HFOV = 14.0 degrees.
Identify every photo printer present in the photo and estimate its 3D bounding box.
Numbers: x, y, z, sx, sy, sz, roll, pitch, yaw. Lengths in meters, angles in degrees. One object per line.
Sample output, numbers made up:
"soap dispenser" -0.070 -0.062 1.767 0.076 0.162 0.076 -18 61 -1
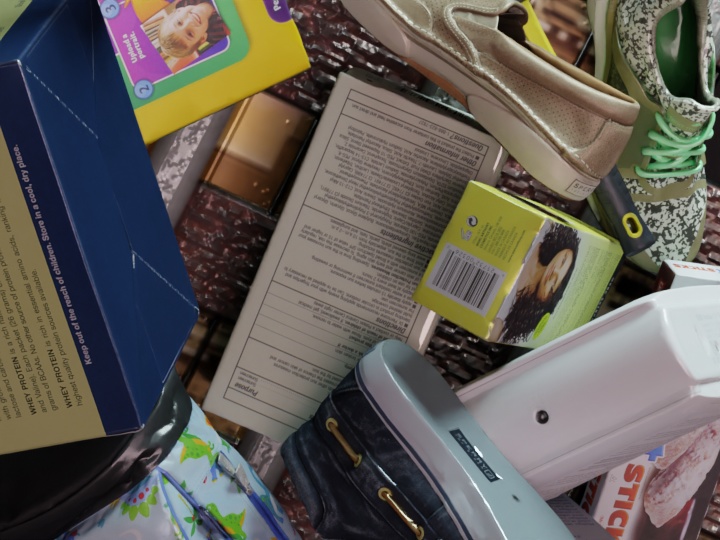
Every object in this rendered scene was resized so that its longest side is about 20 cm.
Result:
"photo printer" 0.119 0.076 1.603 0.200 0.166 0.069 -28 79 26

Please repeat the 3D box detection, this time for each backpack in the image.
"backpack" -0.110 0.165 1.590 0.163 0.154 0.200 -28 131 19

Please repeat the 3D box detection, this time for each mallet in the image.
"mallet" 0.118 -0.105 1.614 0.066 0.041 0.200 -36 97 -11

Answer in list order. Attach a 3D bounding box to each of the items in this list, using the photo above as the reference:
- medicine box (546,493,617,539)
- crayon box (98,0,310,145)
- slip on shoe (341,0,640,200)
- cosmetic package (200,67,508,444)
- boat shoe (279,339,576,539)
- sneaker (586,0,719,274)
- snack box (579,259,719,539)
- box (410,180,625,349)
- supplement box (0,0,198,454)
"medicine box" 0.091 0.237 1.640 0.103 0.200 0.182 -1 105 -19
"crayon box" -0.143 -0.163 1.525 0.172 0.058 0.200 -25 111 -9
"slip on shoe" 0.063 -0.122 1.551 0.061 0.200 0.076 -52 157 18
"cosmetic package" 0.000 0.000 1.595 0.103 0.073 0.200 24 99 2
"boat shoe" 0.043 0.138 1.519 0.091 0.200 0.071 -45 159 24
"sneaker" 0.169 -0.086 1.634 0.077 0.089 0.200 -12 112 -14
"snack box" 0.181 0.090 1.706 0.072 0.024 0.200 8 114 -20
"box" 0.090 0.001 1.582 0.050 0.200 0.075 27 96 17
"supplement box" -0.214 -0.018 1.459 0.200 0.134 0.200 -11 111 15
